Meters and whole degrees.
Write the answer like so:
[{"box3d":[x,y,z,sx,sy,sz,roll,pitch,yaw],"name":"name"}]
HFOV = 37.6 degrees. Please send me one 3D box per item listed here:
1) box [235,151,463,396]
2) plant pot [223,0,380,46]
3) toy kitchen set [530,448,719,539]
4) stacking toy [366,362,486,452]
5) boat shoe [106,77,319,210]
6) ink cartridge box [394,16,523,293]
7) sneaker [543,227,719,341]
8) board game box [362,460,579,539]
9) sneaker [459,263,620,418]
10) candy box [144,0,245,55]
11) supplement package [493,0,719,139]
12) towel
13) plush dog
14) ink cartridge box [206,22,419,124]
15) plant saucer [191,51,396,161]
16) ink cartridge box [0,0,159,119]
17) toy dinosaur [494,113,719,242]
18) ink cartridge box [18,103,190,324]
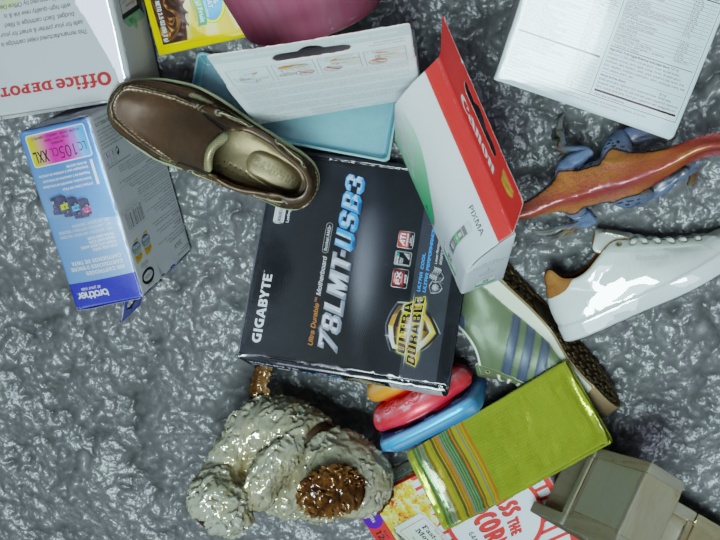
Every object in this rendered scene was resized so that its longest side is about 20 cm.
[{"box3d":[0.000,0.000,0.973,0.195,0.050,0.204,9,78,6],"name":"box"},{"box3d":[-0.064,-0.294,0.866,0.196,0.201,0.181,-10,124,13],"name":"plant pot"},{"box3d":[0.264,0.283,0.967,0.198,0.180,0.165,30,81,-10],"name":"toy kitchen set"},{"box3d":[0.030,0.063,1.021,0.109,0.116,0.202,-27,91,15],"name":"stacking toy"},{"box3d":[-0.127,-0.113,0.919,0.199,0.075,0.076,21,98,-6],"name":"boat shoe"},{"box3d":[0.075,-0.084,0.859,0.049,0.200,0.163,-21,74,-1],"name":"ink cartridge box"},{"box3d":[0.259,-0.012,0.959,0.197,0.073,0.086,-25,88,10],"name":"sneaker"},{"box3d":[0.115,0.251,1.092,0.198,0.046,0.153,-30,102,18],"name":"board game box"},{"box3d":[0.152,0.077,1.016,0.090,0.067,0.200,-41,93,23],"name":"sneaker"},{"box3d":[-0.160,-0.305,0.956,0.100,0.026,0.203,-10,107,10],"name":"candy box"},{"box3d":[0.204,-0.238,0.824,0.145,0.192,0.203,18,112,2],"name":"supplement package"},{"box3d":[0.135,0.169,1.003,0.199,0.018,0.087,-36,81,29],"name":"towel"},{"box3d":[-0.046,0.184,1.014,0.169,0.199,0.163,16,91,23],"name":"plush dog"},{"box3d":[-0.032,-0.176,0.875,0.157,0.200,0.048,-8,82,5],"name":"ink cartridge box"},{"box3d":[-0.063,-0.152,0.986,0.196,0.019,0.071,11,88,7],"name":"plant saucer"},{"box3d":[-0.280,-0.254,0.964,0.142,0.084,0.204,-6,108,12],"name":"ink cartridge box"},{"box3d":[0.196,-0.089,0.908,0.179,0.200,0.107,-21,90,-16],"name":"toy dinosaur"},{"box3d":[-0.230,-0.055,0.998,0.075,0.137,0.203,-11,107,15],"name":"ink cartridge box"}]
